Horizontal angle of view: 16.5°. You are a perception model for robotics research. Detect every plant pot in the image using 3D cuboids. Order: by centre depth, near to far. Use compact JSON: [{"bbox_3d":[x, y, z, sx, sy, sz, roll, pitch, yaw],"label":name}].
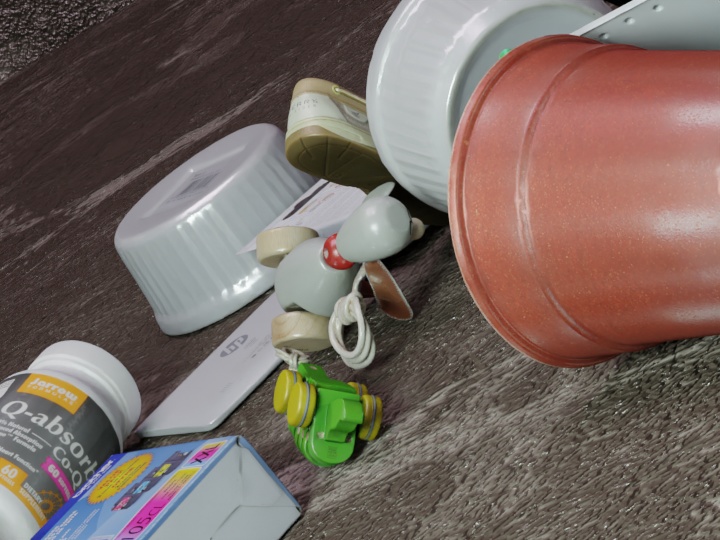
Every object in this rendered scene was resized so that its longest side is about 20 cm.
[{"bbox_3d":[0.188,-0.044,1.414,0.195,0.201,0.201,-3,36,50],"label":"plant pot"}]

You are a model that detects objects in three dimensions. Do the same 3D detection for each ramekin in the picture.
[{"bbox_3d":[0.113,-0.126,1.783,0.202,0.202,0.094,-38,27,-9],"label":"ramekin"},{"bbox_3d":[-0.121,-0.042,2.187,0.200,0.098,0.201,-33,16,11],"label":"ramekin"}]

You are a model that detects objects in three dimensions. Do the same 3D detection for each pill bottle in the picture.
[{"bbox_3d":[-0.251,0.146,1.890,0.116,0.116,0.200,-24,20,36],"label":"pill bottle"}]

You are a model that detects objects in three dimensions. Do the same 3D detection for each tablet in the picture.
[{"bbox_3d":[-0.087,0.063,1.973,0.200,0.014,0.130,-44,18,-29],"label":"tablet"}]

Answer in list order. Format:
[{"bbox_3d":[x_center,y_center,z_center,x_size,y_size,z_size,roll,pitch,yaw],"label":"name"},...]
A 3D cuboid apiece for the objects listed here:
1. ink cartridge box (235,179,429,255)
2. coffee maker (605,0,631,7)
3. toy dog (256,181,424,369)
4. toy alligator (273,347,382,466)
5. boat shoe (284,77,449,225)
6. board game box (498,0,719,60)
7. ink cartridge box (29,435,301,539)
[{"bbox_3d":[0.012,-0.057,2.039,0.163,0.057,0.200,-42,11,-36],"label":"ink cartridge box"},{"bbox_3d":[0.205,-0.253,1.906,0.192,0.200,0.135,-38,57,31],"label":"coffee maker"},{"bbox_3d":[0.000,0.000,1.835,0.096,0.132,0.200,-1,4,-28],"label":"toy dog"},{"bbox_3d":[-0.032,0.097,1.696,0.200,0.059,0.054,-148,71,-73],"label":"toy alligator"},{"bbox_3d":[0.024,-0.091,1.864,0.074,0.200,0.067,-24,57,34],"label":"boat shoe"},{"bbox_3d":[0.217,-0.123,1.559,0.200,0.200,0.026,-26,50,30],"label":"board game box"},{"bbox_3d":[-0.153,0.186,1.651,0.136,0.076,0.200,-46,17,-33],"label":"ink cartridge box"}]
